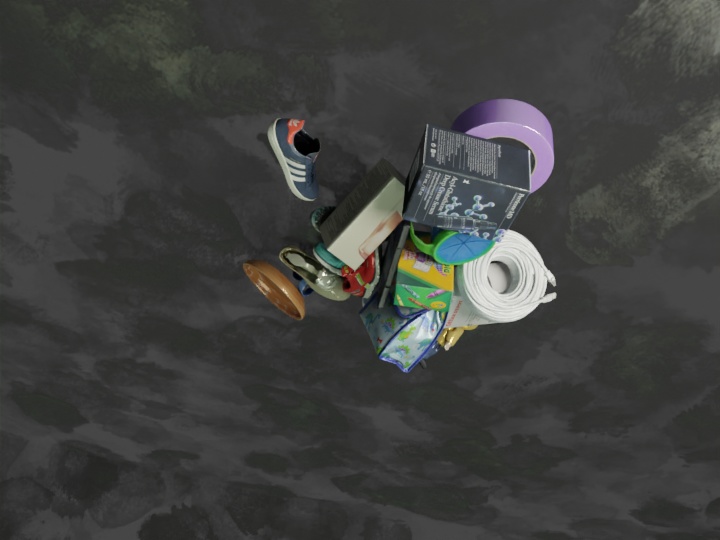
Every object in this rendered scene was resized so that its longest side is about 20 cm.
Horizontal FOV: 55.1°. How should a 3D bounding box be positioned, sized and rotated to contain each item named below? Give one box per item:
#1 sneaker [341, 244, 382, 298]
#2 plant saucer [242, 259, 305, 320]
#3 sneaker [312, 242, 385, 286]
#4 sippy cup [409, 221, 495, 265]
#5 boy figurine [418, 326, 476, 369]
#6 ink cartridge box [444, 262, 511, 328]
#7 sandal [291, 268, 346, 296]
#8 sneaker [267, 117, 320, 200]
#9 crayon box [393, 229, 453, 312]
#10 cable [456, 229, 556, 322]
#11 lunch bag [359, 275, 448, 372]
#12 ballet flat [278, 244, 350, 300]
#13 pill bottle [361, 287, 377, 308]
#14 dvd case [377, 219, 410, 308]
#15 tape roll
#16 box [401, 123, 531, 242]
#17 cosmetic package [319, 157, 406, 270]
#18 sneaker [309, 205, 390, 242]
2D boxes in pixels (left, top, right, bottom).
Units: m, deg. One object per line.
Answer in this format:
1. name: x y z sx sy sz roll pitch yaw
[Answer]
1. sneaker: 0.000 0.000 1.533 0.083 0.078 0.201 10 144 -7
2. plant saucer: -0.208 0.041 1.710 0.199 0.038 0.201 38 161 15
3. sneaker: -0.017 -0.032 1.625 0.197 0.078 0.080 16 125 -17
4. sippy cup: 0.195 -0.102 1.403 0.176 0.132 0.140 9 143 -35
5. boy figurine: 0.216 0.162 1.771 0.199 0.124 0.065 -36 113 -7
6. ink cartridge box: 0.279 0.058 1.604 0.196 0.085 0.146 -4 146 -15
7. sandal: -0.077 0.028 1.690 0.196 0.088 0.080 3 142 6
8. sneaker: -0.109 -0.218 1.376 0.083 0.076 0.201 -2 142 23
9. crayon box: 0.136 -0.003 1.458 0.117 0.201 0.059 7 128 3
10. cable: 0.306 0.011 1.498 0.198 0.202 0.069 -27 178 -15
11. lunch bag: 0.106 0.093 1.551 0.127 0.171 0.200 31 110 -33
12. ballet flat: -0.110 0.004 1.625 0.198 0.070 0.070 32 144 8
13. pill bottle: 0.080 0.123 1.758 0.111 0.114 0.201 -3 142 16
14. dvd case: 0.069 -0.039 1.459 0.017 0.143 0.203 13 118 -6
15. tape roll: 0.261 -0.222 1.299 0.196 0.066 0.201 7 144 5
16. box: 0.190 -0.156 1.258 0.196 0.108 0.149 12 143 -5
17. cosmetic package: 0.017 -0.114 1.396 0.087 0.104 0.200 36 108 -30
18. sneaker: -0.020 -0.110 1.519 0.197 0.079 0.086 9 -175 -24
